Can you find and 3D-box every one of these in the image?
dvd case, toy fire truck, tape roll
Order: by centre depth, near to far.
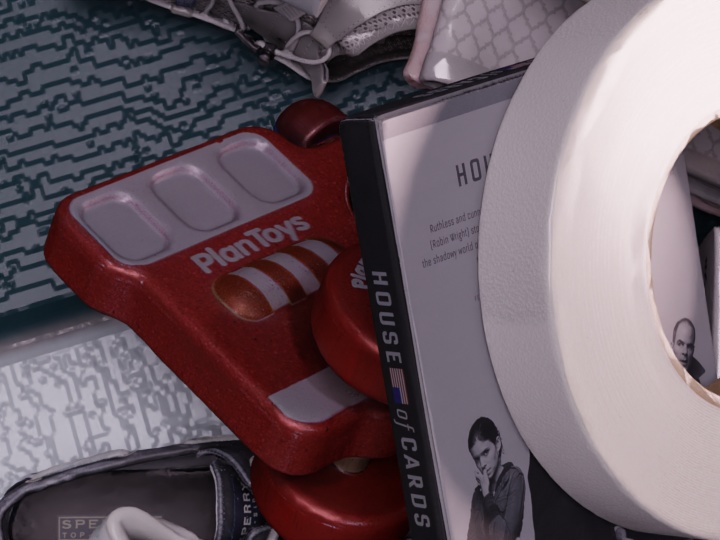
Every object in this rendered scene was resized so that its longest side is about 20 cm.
[{"bbox_3d":[0.068,0.028,0.955,0.150,0.025,0.202,-19,104,-41],"label":"dvd case"},{"bbox_3d":[0.125,-0.004,0.962,0.202,0.037,0.205,0,91,-41],"label":"tape roll"},{"bbox_3d":[0.000,0.000,1.040,0.199,0.113,0.168,-26,61,-40],"label":"toy fire truck"}]

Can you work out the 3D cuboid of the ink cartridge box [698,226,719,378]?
[{"bbox_3d":[0.191,0.048,1.068,0.198,0.067,0.117,3,81,0],"label":"ink cartridge box"}]

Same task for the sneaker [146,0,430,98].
[{"bbox_3d":[-0.027,-0.112,1.087,0.198,0.075,0.083,3,79,-1],"label":"sneaker"}]

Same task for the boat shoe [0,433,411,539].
[{"bbox_3d":[-0.045,0.095,1.058,0.198,0.068,0.072,-1,81,0],"label":"boat shoe"}]

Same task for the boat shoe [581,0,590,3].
[{"bbox_3d":[0.151,-0.108,1.048,0.199,0.072,0.062,24,114,-20],"label":"boat shoe"}]

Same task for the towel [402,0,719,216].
[{"bbox_3d":[0.131,-0.129,1.085,0.199,0.032,0.192,20,81,-16],"label":"towel"}]

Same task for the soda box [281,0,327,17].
[{"bbox_3d":[-0.003,-0.189,1.055,0.068,0.064,0.201,24,46,4],"label":"soda box"}]

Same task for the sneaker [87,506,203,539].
[{"bbox_3d":[-0.016,0.150,0.961,0.199,0.089,0.075,29,60,9],"label":"sneaker"}]
